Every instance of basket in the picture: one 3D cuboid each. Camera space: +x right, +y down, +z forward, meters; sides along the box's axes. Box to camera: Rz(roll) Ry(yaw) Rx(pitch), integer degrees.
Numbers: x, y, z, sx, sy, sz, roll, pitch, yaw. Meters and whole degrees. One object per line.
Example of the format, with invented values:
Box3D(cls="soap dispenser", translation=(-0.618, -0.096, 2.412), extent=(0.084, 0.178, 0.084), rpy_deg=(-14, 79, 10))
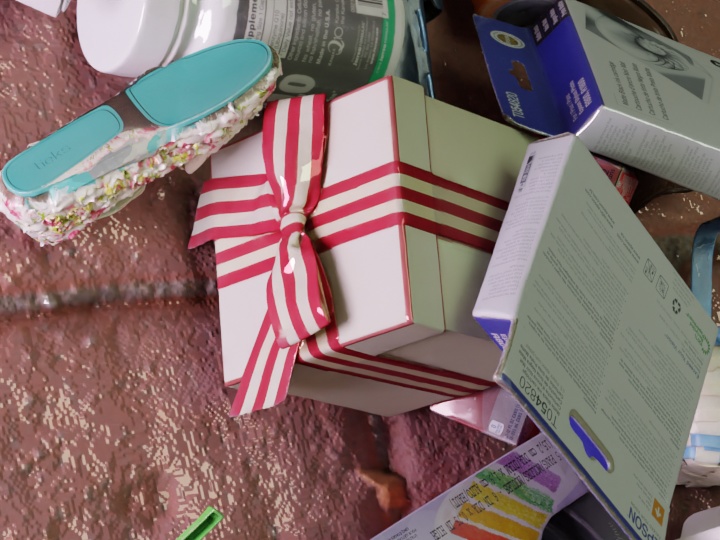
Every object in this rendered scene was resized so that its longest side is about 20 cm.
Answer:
Box3D(cls="basket", translation=(0.264, 0.051, 1.709), extent=(0.138, 0.176, 0.201), rpy_deg=(10, 77, -5))

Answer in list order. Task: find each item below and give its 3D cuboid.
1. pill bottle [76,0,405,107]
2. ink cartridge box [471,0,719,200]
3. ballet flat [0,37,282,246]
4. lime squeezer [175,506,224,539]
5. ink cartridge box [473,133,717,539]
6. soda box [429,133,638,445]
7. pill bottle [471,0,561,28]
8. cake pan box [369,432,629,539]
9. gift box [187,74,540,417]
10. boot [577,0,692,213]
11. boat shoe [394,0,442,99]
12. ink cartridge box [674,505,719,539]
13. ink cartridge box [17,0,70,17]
Box3D(cls="pill bottle", translation=(-0.080, -0.167, 1.598), extent=(0.199, 0.113, 0.114), rpy_deg=(5, 68, -34))
Box3D(cls="ink cartridge box", translation=(0.184, -0.124, 1.655), extent=(0.199, 0.041, 0.200), rpy_deg=(18, 25, -14))
Box3D(cls="ballet flat", translation=(-0.137, -0.080, 1.512), extent=(0.199, 0.064, 0.076), rpy_deg=(-27, 49, -9))
Box3D(cls="lime squeezer", translation=(-0.147, 0.221, 1.419), extent=(0.038, 0.071, 0.200), rpy_deg=(40, 81, -35))
Box3D(cls="ink cartridge box", translation=(0.145, 0.053, 1.505), extent=(0.200, 0.040, 0.201), rpy_deg=(50, 43, -32))
Box3D(cls="soda box", translation=(0.118, 0.014, 1.621), extent=(0.201, 0.070, 0.063), rpy_deg=(-69, 161, 2))
Box3D(cls="pill bottle", translation=(0.104, -0.278, 1.776), extent=(0.106, 0.106, 0.201), rpy_deg=(5, 64, -34))
Box3D(cls="cake pan box", translation=(0.104, 0.218, 1.529), extent=(0.200, 0.052, 0.185), rpy_deg=(-25, 77, -42))
Box3D(cls="gift box", translation=(0.000, 0.000, 1.546), extent=(0.186, 0.199, 0.186), rpy_deg=(17, 57, -47))
Box3D(cls="boot", translation=(0.173, -0.123, 1.762), extent=(0.200, 0.064, 0.187), rpy_deg=(-22, 74, -51))
Box3D(cls="boat shoe", translation=(0.025, -0.185, 1.710), extent=(0.068, 0.084, 0.201), rpy_deg=(3, 82, -15))
Box3D(cls="ink cartridge box", translation=(0.283, 0.251, 1.655), extent=(0.125, 0.128, 0.201), rpy_deg=(10, 63, -54))
Box3D(cls="ink cartridge box", translation=(-0.246, -0.271, 1.505), extent=(0.199, 0.084, 0.145), rpy_deg=(24, 57, -6))
